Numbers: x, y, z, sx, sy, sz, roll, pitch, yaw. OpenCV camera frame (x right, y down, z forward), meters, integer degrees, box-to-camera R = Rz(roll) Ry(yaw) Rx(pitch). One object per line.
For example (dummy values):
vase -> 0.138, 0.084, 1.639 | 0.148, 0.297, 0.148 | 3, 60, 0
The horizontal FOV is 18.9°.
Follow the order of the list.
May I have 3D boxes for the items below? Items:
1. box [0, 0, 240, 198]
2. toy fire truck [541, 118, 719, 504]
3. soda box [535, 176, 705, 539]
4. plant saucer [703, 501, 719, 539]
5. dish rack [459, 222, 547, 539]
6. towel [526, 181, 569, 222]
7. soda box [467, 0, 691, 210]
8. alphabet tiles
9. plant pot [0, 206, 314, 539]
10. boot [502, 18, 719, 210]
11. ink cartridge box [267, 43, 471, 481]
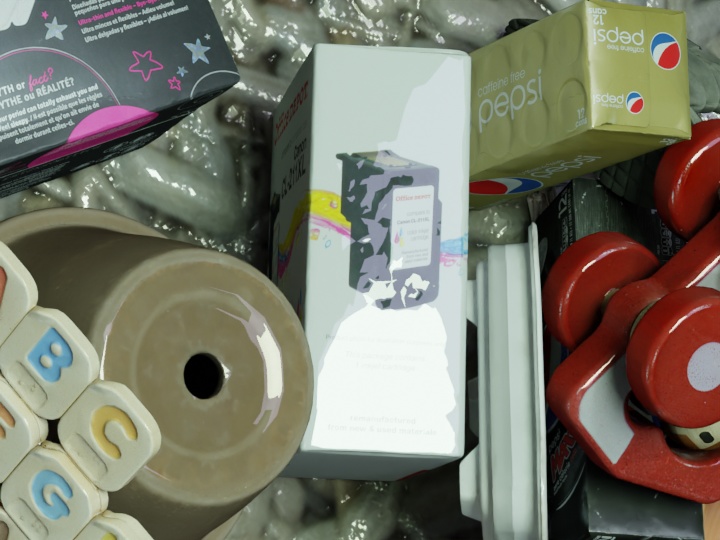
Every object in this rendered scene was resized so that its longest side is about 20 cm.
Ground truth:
box -> -0.183, -0.097, 1.024 | 0.199, 0.132, 0.116 | -22, 89, -32
toy fire truck -> 0.196, 0.034, 1.084 | 0.200, 0.112, 0.168 | -44, 120, -5
soda box -> 0.138, 0.055, 1.168 | 0.070, 0.063, 0.202 | 6, 67, -14
plant saucer -> 0.252, 0.177, 1.195 | 0.199, 0.037, 0.202 | 11, 67, -27
dish rack -> 0.074, 0.089, 1.117 | 0.043, 0.200, 0.173 | -3, 62, 4
towel -> 0.202, 0.038, 1.262 | 0.198, 0.032, 0.193 | -1, 70, -28
soda box -> 0.090, -0.083, 1.143 | 0.063, 0.200, 0.068 | 3, 80, -28
alphabet tiles -> -0.172, 0.082, 0.955 | 0.200, 0.196, 0.015 | 49, 39, 5
plant pot -> -0.109, 0.061, 1.017 | 0.199, 0.174, 0.202 | 5, 80, -30
boot -> 0.175, -0.097, 1.210 | 0.130, 0.200, 0.068 | -3, 118, -27
ink cartridge box -> 0.000, 0.000, 1.100 | 0.082, 0.146, 0.202 | 3, 79, -10
